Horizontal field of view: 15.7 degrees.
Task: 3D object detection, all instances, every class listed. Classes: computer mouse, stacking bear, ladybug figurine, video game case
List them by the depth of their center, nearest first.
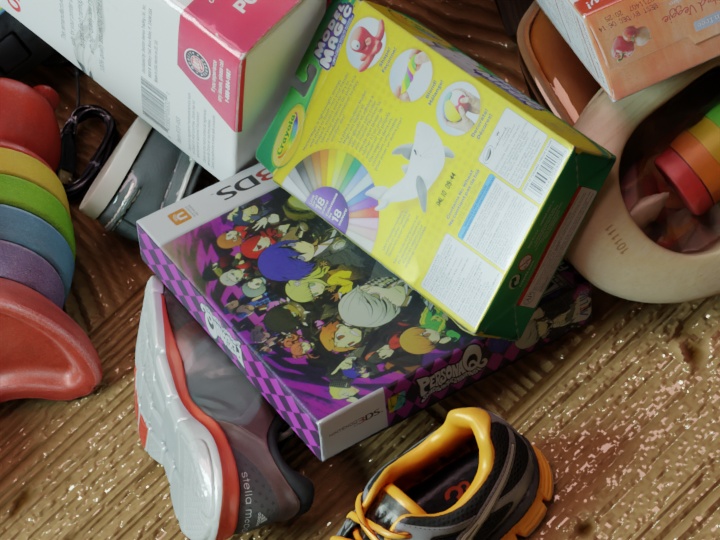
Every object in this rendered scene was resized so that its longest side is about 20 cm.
[{"bbox_3d":[0.190,-0.064,1.422,0.200,0.072,0.136,-34,93,-6],"label":"ladybug figurine"},{"bbox_3d":[0.000,0.000,1.466,0.181,0.036,0.200,-26,47,-20],"label":"video game case"},{"bbox_3d":[-0.220,-0.028,1.562,0.121,0.114,0.201,-12,50,13],"label":"stacking bear"},{"bbox_3d":[-0.187,-0.130,1.672,0.058,0.034,0.201,-16,52,10],"label":"computer mouse"}]

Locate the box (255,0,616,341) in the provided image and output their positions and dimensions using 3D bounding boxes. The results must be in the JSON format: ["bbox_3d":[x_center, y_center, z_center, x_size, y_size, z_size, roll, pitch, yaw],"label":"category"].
[{"bbox_3d":[0.033,-0.061,1.419,0.200,0.048,0.118,38,107,34],"label":"box"}]

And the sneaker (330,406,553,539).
[{"bbox_3d":[0.013,0.148,1.358,0.078,0.077,0.200,33,74,35],"label":"sneaker"}]

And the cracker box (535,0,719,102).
[{"bbox_3d":[0.161,-0.177,1.423,0.133,0.058,0.200,-24,29,-1],"label":"cracker box"}]

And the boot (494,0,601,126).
[{"bbox_3d":[0.166,-0.142,1.518,0.154,0.077,0.201,-19,43,4],"label":"boot"}]

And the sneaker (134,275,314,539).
[{"bbox_3d":[-0.076,0.079,1.465,0.081,0.077,0.200,-2,40,-18],"label":"sneaker"}]

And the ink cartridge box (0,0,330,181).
[{"bbox_3d":[-0.119,-0.163,1.512,0.200,0.145,0.084,38,65,16],"label":"ink cartridge box"}]

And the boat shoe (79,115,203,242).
[{"bbox_3d":[-0.099,-0.096,1.607,0.062,0.073,0.200,36,60,-7],"label":"boat shoe"}]

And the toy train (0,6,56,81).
[{"bbox_3d":[-0.286,-0.142,1.659,0.200,0.087,0.114,-38,57,-3],"label":"toy train"}]
